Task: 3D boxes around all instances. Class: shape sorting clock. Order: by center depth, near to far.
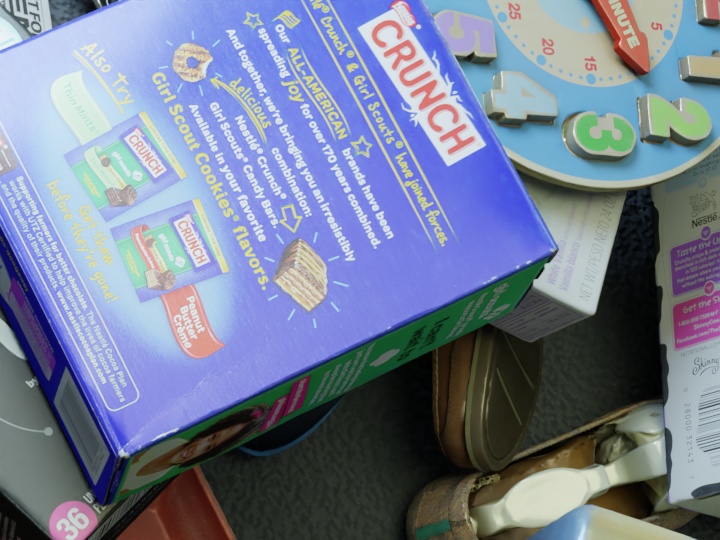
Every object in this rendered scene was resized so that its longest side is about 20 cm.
[{"bbox_3d":[0.100,-0.133,1.196,0.199,0.039,0.201,9,71,-27],"label":"shape sorting clock"}]

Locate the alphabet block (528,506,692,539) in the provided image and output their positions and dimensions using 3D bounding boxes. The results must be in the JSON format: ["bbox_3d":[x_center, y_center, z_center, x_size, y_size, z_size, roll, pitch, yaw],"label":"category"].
[{"bbox_3d":[0.133,0.242,1.170,0.199,0.195,0.198,20,67,-13],"label":"alphabet block"}]

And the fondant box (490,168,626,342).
[{"bbox_3d":[0.029,-0.076,1.196,0.199,0.058,0.145,25,66,-20],"label":"fondant box"}]

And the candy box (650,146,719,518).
[{"bbox_3d":[0.225,0.029,1.325,0.167,0.071,0.201,17,63,-42],"label":"candy box"}]

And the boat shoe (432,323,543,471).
[{"bbox_3d":[0.052,0.012,1.302,0.068,0.072,0.201,-3,52,18],"label":"boat shoe"}]

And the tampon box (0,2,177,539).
[{"bbox_3d":[-0.148,0.013,1.137,0.200,0.126,0.150,43,71,4],"label":"tampon box"}]

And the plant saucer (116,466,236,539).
[{"bbox_3d":[-0.118,0.202,1.174,0.199,0.037,0.201,-21,77,-35],"label":"plant saucer"}]

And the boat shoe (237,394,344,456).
[{"bbox_3d":[0.000,0.000,1.242,0.084,0.069,0.201,28,84,23],"label":"boat shoe"}]

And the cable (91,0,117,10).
[{"bbox_3d":[-0.126,-0.134,1.321,0.097,0.050,0.202,3,81,-47],"label":"cable"}]

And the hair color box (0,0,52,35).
[{"bbox_3d":[-0.247,-0.110,1.244,0.199,0.061,0.102,-3,72,-20],"label":"hair color box"}]

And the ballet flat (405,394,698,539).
[{"bbox_3d":[0.118,0.104,1.294,0.199,0.067,0.068,-20,82,-26],"label":"ballet flat"}]

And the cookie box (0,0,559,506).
[{"bbox_3d":[-0.049,-0.029,1.062,0.199,0.075,0.172,-24,78,-19],"label":"cookie box"}]
